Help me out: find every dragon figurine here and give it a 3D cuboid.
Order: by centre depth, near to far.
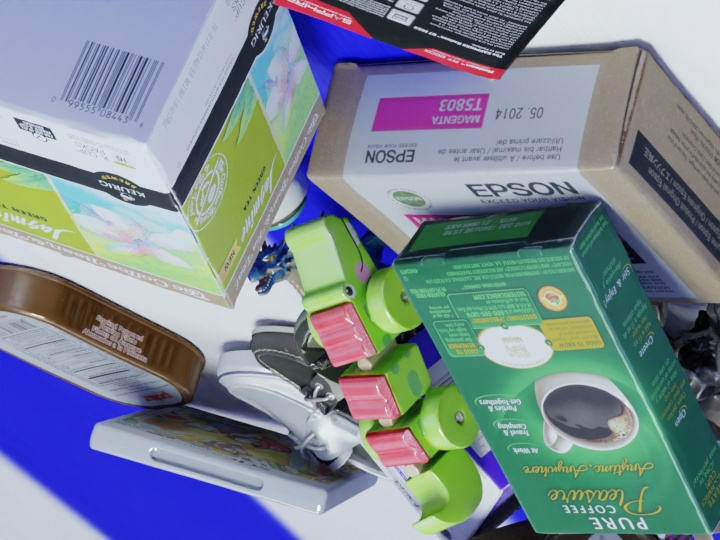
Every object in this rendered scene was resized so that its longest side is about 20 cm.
[{"bbox_3d":[0.000,0.000,1.601,0.059,0.100,0.200,-6,-169,30],"label":"dragon figurine"}]

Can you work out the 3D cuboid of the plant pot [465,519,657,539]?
[{"bbox_3d":[0.111,0.227,1.578,0.187,0.187,0.200,20,146,-12],"label":"plant pot"}]

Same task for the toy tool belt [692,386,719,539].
[{"bbox_3d":[0.235,0.114,1.630,0.200,0.125,0.123,5,130,58],"label":"toy tool belt"}]

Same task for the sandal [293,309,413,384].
[{"bbox_3d":[0.021,0.056,1.752,0.080,0.057,0.201,-35,141,10],"label":"sandal"}]

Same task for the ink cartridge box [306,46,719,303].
[{"bbox_3d":[0.097,-0.048,1.415,0.200,0.075,0.165,0,156,36],"label":"ink cartridge box"}]

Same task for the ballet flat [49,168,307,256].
[{"bbox_3d":[-0.123,-0.054,1.582,0.200,0.070,0.069,-6,151,34],"label":"ballet flat"}]

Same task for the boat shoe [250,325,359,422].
[{"bbox_3d":[0.012,0.093,1.847,0.200,0.057,0.067,19,159,-11],"label":"boat shoe"}]

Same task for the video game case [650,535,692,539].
[{"bbox_3d":[0.138,0.117,1.622,0.181,0.036,0.200,49,165,21],"label":"video game case"}]

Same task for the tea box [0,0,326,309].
[{"bbox_3d":[-0.146,-0.100,1.334,0.200,0.134,0.197,18,161,19],"label":"tea box"}]

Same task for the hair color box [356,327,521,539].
[{"bbox_3d":[0.062,0.105,1.633,0.109,0.065,0.200,50,163,10],"label":"hair color box"}]

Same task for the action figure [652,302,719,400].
[{"bbox_3d":[0.186,0.034,1.508,0.119,0.102,0.200,7,-162,44],"label":"action figure"}]

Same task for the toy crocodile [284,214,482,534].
[{"bbox_3d":[0.012,0.059,1.496,0.067,0.062,0.200,-12,110,42],"label":"toy crocodile"}]

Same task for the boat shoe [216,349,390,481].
[{"bbox_3d":[-0.016,0.115,1.910,0.200,0.065,0.074,20,159,-12],"label":"boat shoe"}]

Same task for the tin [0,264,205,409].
[{"bbox_3d":[-0.209,0.052,1.926,0.200,0.042,0.112,28,160,-30],"label":"tin"}]

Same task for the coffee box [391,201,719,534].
[{"bbox_3d":[0.112,0.057,1.392,0.123,0.044,0.200,-6,124,39],"label":"coffee box"}]

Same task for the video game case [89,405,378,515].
[{"bbox_3d":[-0.091,0.140,1.956,0.182,0.023,0.200,15,-176,11],"label":"video game case"}]

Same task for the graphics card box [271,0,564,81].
[{"bbox_3d":[0.043,-0.162,1.200,0.125,0.051,0.200,19,160,-9],"label":"graphics card box"}]
